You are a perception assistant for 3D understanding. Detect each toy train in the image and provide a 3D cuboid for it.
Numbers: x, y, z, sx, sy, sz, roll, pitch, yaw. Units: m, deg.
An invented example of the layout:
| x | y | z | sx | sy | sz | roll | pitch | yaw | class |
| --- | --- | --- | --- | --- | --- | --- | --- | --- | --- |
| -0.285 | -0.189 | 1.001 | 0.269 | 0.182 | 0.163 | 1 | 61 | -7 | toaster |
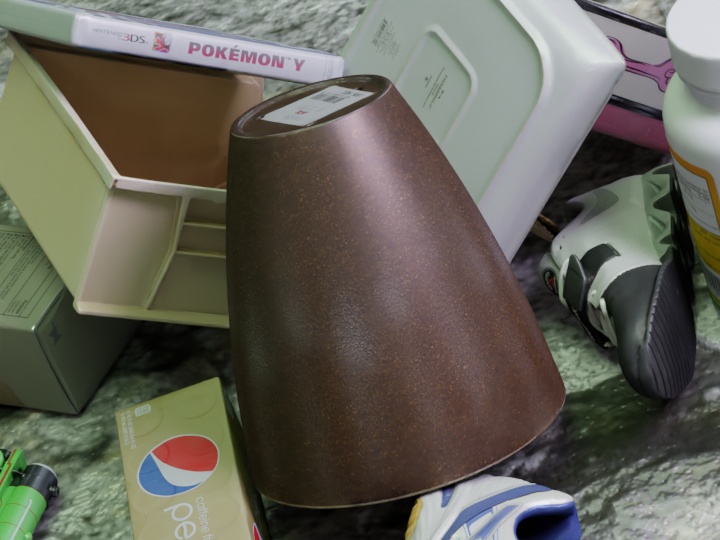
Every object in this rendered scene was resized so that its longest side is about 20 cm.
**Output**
| x | y | z | sx | sy | sz | roll | pitch | yaw | class |
| --- | --- | --- | --- | --- | --- | --- | --- | --- | --- |
| -0.230 | 0.179 | 1.563 | 0.056 | 0.042 | 0.200 | 7 | 45 | 17 | toy train |

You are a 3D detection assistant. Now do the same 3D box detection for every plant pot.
| x | y | z | sx | sy | sz | roll | pitch | yaw | class |
| --- | --- | --- | --- | --- | --- | --- | --- | --- | --- |
| 0.000 | 0.000 | 1.498 | 0.186 | 0.201 | 0.187 | -15 | 18 | 5 | plant pot |

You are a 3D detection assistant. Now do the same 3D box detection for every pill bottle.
| x | y | z | sx | sy | sz | roll | pitch | yaw | class |
| --- | --- | --- | --- | --- | --- | --- | --- | --- | --- |
| 0.232 | -0.066 | 1.510 | 0.111 | 0.200 | 0.111 | -13 | 38 | 10 | pill bottle |

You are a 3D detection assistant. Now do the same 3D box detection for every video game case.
| x | y | z | sx | sy | sz | roll | pitch | yaw | class |
| --- | --- | --- | --- | --- | --- | --- | --- | --- | --- |
| -0.134 | -0.146 | 1.678 | 0.182 | 0.023 | 0.200 | 7 | 7 | -30 | video game case |

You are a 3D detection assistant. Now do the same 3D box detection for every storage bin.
| x | y | z | sx | sy | sz | roll | pitch | yaw | class |
| --- | --- | --- | --- | --- | --- | --- | --- | --- | --- |
| -0.110 | -0.053 | 1.669 | 0.198 | 0.094 | 0.200 | 6 | 25 | -30 | storage bin |

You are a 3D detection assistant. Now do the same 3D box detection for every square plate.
| x | y | z | sx | sy | sz | roll | pitch | yaw | class |
| --- | --- | --- | --- | --- | --- | --- | --- | --- | --- |
| 0.051 | -0.106 | 1.594 | 0.028 | 0.200 | 0.198 | -1 | 42 | -41 | square plate |

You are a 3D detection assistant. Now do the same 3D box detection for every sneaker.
| x | y | z | sx | sy | sz | roll | pitch | yaw | class |
| --- | --- | --- | --- | --- | --- | --- | --- | --- | --- |
| 0.147 | 0.014 | 1.563 | 0.088 | 0.074 | 0.200 | -11 | 29 | 13 | sneaker |
| 0.056 | 0.179 | 1.399 | 0.088 | 0.075 | 0.200 | 0 | 43 | 25 | sneaker |

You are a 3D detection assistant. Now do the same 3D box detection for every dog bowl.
| x | y | z | sx | sy | sz | roll | pitch | yaw | class |
| --- | --- | --- | --- | --- | --- | --- | --- | --- | --- |
| 0.132 | -0.131 | 1.663 | 0.200 | 0.200 | 0.074 | 26 | 100 | 44 | dog bowl |

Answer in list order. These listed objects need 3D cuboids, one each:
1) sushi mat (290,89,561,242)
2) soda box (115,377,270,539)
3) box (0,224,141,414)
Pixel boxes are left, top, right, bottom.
| x | y | z | sx | sy | sz | roll | pitch | yaw | class |
| --- | --- | --- | --- | --- | --- | --- | --- | --- | --- |
| 0.041 | -0.065 | 1.696 | 0.200 | 0.096 | 0.012 | 28 | 87 | 45 | sushi mat |
| -0.088 | 0.153 | 1.507 | 0.067 | 0.064 | 0.200 | -19 | 37 | 3 | soda box |
| -0.252 | 0.025 | 1.726 | 0.199 | 0.078 | 0.095 | 7 | 45 | 31 | box |
